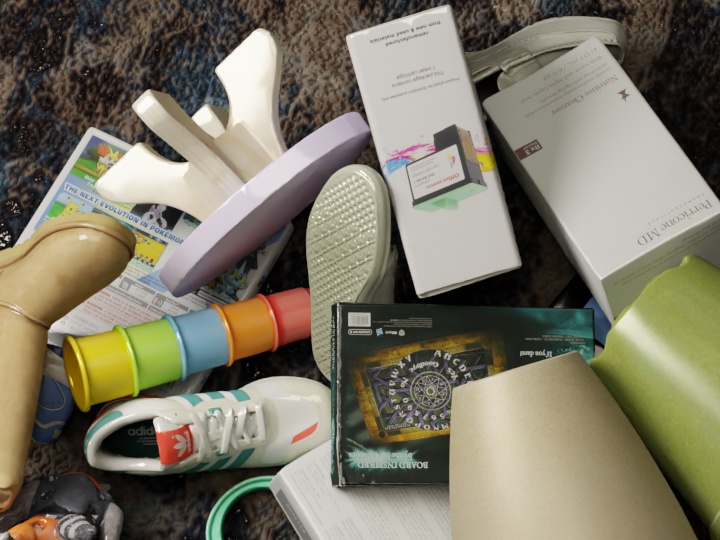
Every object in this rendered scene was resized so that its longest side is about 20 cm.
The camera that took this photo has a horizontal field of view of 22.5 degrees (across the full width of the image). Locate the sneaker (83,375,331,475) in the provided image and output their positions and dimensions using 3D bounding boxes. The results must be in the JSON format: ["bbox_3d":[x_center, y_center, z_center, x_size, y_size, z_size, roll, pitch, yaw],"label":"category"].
[{"bbox_3d":[-0.114,0.126,1.369,0.199,0.093,0.071,-4,100,8],"label":"sneaker"}]

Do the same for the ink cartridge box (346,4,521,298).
[{"bbox_3d":[0.057,-0.091,1.377,0.084,0.145,0.201,-15,95,4],"label":"ink cartridge box"}]

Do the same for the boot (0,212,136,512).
[{"bbox_3d":[-0.240,0.072,1.315,0.175,0.066,0.201,-24,47,41],"label":"boot"}]

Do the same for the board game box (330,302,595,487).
[{"bbox_3d":[0.077,0.093,1.343,0.199,0.028,0.136,2,83,-12],"label":"board game box"}]

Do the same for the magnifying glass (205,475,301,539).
[{"bbox_3d":[-0.024,0.175,1.389,0.199,0.022,0.080,-24,68,-5],"label":"magnifying glass"}]

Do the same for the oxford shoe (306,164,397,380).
[{"bbox_3d":[0.000,0.000,1.376,0.058,0.201,0.075,-29,48,-34],"label":"oxford shoe"}]

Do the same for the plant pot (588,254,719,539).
[{"bbox_3d":[0.267,0.094,1.288,0.190,0.200,0.200,41,78,18],"label":"plant pot"}]

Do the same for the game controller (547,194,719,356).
[{"bbox_3d":[0.222,0.020,1.410,0.104,0.042,0.200,37,78,18],"label":"game controller"}]

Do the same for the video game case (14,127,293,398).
[{"bbox_3d":[-0.183,-0.002,1.477,0.199,0.022,0.183,25,74,16],"label":"video game case"}]

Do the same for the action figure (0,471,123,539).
[{"bbox_3d":[-0.192,0.204,1.322,0.199,0.194,0.105,18,101,-11],"label":"action figure"}]

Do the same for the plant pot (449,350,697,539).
[{"bbox_3d":[0.137,0.164,1.256,0.186,0.187,0.201,-16,86,0],"label":"plant pot"}]

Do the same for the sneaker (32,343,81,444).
[{"bbox_3d":[-0.314,0.084,1.429,0.199,0.076,0.077,9,81,20],"label":"sneaker"}]

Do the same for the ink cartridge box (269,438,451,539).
[{"bbox_3d":[0.056,0.176,1.363,0.200,0.047,0.160,-28,78,-23],"label":"ink cartridge box"}]

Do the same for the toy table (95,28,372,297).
[{"bbox_3d":[-0.102,-0.086,1.404,0.200,0.184,0.117,-39,82,0],"label":"toy table"}]

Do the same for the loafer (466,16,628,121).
[{"bbox_3d":[0.123,-0.151,1.472,0.199,0.070,0.070,-17,53,10],"label":"loafer"}]

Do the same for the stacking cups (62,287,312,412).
[{"bbox_3d":[-0.126,0.060,1.402,0.199,0.061,0.061,-12,66,-22],"label":"stacking cups"}]

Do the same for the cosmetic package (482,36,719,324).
[{"bbox_3d":[0.189,-0.069,1.392,0.113,0.081,0.200,-31,54,-2],"label":"cosmetic package"}]
